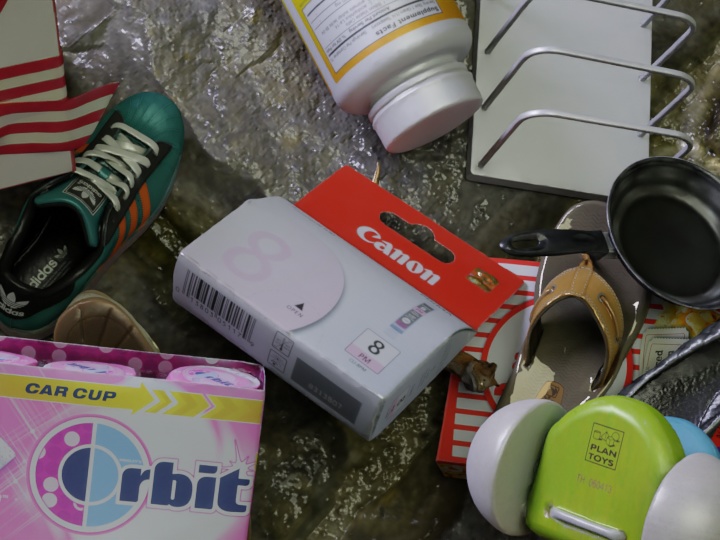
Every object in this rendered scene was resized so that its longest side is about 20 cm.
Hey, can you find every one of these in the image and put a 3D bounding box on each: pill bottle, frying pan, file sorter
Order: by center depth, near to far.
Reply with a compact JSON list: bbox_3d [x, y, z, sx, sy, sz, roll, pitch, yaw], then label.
[{"bbox_3d":[0.184,-0.007,1.069,0.190,0.031,0.115,-30,76,-32],"label":"frying pan"},{"bbox_3d":[0.007,-0.188,1.171,0.109,0.109,0.200,-24,80,-19],"label":"pill bottle"},{"bbox_3d":[0.165,-0.169,1.196,0.138,0.125,0.201,9,70,-11],"label":"file sorter"}]

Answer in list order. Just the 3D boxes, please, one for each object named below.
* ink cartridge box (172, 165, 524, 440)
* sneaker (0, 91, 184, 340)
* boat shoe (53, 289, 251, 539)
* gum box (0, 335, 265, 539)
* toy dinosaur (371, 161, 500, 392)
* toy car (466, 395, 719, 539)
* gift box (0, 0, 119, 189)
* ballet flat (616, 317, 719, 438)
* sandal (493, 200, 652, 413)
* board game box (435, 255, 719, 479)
[{"bbox_3d":[0.000,0.000,1.068,0.162,0.057,0.200,34,49,15],"label":"ink cartridge box"},{"bbox_3d":[-0.176,-0.045,1.095,0.071,0.080,0.200,30,68,-1],"label":"sneaker"},{"bbox_3d":[-0.131,0.101,1.065,0.072,0.065,0.200,-30,101,1],"label":"boat shoe"},{"bbox_3d":[-0.163,0.108,0.995,0.199,0.066,0.114,6,101,-7],"label":"gum box"},{"bbox_3d":[0.019,0.028,1.137,0.106,0.060,0.200,-25,57,-20],"label":"toy dinosaur"},{"bbox_3d":[0.157,0.170,0.969,0.150,0.175,0.201,-2,103,-47],"label":"toy car"},{"bbox_3d":[-0.267,-0.152,1.024,0.200,0.185,0.187,-18,49,-13],"label":"gift box"},{"bbox_3d":[0.210,0.076,1.047,0.200,0.057,0.066,-42,69,-2],"label":"ballet flat"},{"bbox_3d":[0.137,0.042,1.080,0.080,0.054,0.200,18,71,19],"label":"sandal"},{"bbox_3d":[0.162,0.076,1.117,0.199,0.046,0.152,5,69,15],"label":"board game box"}]
